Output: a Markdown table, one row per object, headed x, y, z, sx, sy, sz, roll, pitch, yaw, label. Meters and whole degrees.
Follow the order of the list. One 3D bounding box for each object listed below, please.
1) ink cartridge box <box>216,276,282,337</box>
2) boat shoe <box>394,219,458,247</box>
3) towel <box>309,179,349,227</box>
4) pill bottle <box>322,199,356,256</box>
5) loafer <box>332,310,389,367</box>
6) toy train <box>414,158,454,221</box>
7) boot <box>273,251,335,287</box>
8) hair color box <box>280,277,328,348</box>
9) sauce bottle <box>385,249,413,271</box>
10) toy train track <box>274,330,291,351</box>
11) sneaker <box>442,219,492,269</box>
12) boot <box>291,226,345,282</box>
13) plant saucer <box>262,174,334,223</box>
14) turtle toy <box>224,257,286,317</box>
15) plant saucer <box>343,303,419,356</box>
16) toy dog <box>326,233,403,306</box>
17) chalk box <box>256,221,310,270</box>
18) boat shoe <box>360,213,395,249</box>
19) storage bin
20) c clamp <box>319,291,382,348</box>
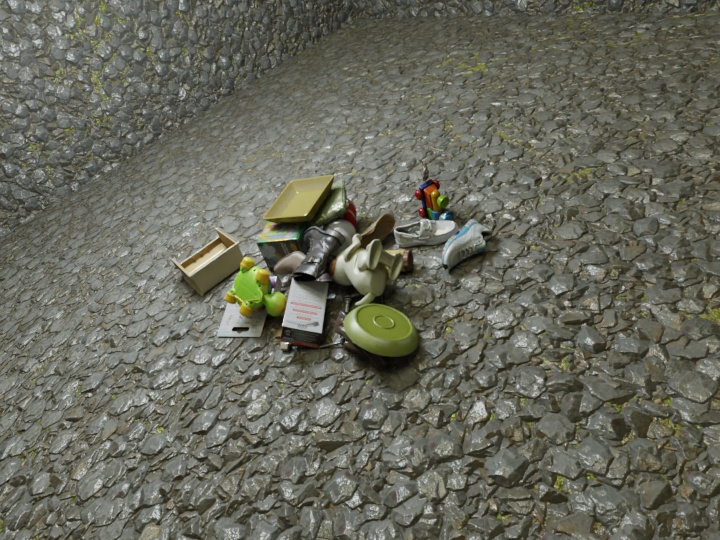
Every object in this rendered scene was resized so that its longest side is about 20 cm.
| x | y | z | sx | sy | sz | roll | pitch | yaw | label |
| --- | --- | --- | --- | --- | --- | --- | --- | --- | --- |
| -0.337 | 0.116 | 1.610 | 0.159 | 0.057 | 0.204 | -3 | 62 | 22 | ink cartridge box |
| 0.196 | -0.121 | 1.599 | 0.195 | 0.070 | 0.072 | -12 | 49 | 15 | boat shoe |
| -0.107 | -0.218 | 1.712 | 0.146 | 0.037 | 0.202 | -28 | 35 | 15 | towel |
| -0.068 | -0.142 | 1.720 | 0.110 | 0.114 | 0.202 | -13 | 39 | 10 | pill bottle |
| -0.001 | 0.185 | 1.339 | 0.072 | 0.073 | 0.200 | -53 | 49 | 6 | loafer |
| 0.229 | -0.234 | 1.622 | 0.084 | 0.203 | 0.116 | -30 | 43 | -14 | toy train |
| -0.166 | 0.013 | 1.609 | 0.196 | 0.070 | 0.149 | -24 | 57 | 10 | boot |
| -0.154 | 0.113 | 1.466 | 0.108 | 0.065 | 0.202 | 11 | 39 | -5 | hair color box |
| 0.058 | -0.026 | 1.563 | 0.195 | 0.067 | 0.067 | -3 | 41 | 22 | sauce bottle |
| -0.182 | 0.141 | 1.501 | 0.112 | 0.033 | 0.202 | -1 | 41 | 24 | toy train track |
| 0.306 | -0.070 | 1.495 | 0.086 | 0.076 | 0.200 | 24 | 56 | 35 | sneaker |
| -0.146 | -0.042 | 1.529 | 0.198 | 0.070 | 0.175 | 2 | 50 | 52 | boot |
| -0.192 | -0.220 | 1.702 | 0.196 | 0.049 | 0.202 | 0 | 46 | 36 | plant saucer |
| -0.296 | 0.064 | 1.532 | 0.198 | 0.100 | 0.148 | 33 | 98 | 33 | turtle toy |
| 0.056 | 0.139 | 1.316 | 0.195 | 0.032 | 0.201 | 11 | 28 | -6 | plant saucer |
| 0.000 | 0.000 | 1.486 | 0.198 | 0.138 | 0.199 | 10 | 87 | 48 | toy dog |
| -0.215 | -0.089 | 1.718 | 0.195 | 0.126 | 0.125 | -4 | 41 | 20 | chalk box |
| 0.031 | -0.095 | 1.666 | 0.200 | 0.072 | 0.064 | -44 | 8 | -15 | boat shoe |
| -0.526 | -0.039 | 1.828 | 0.199 | 0.095 | 0.197 | -39 | 41 | -21 | storage bin |
| -0.019 | 0.125 | 1.449 | 0.167 | 0.027 | 0.202 | -7 | 41 | 18 | c clamp |
